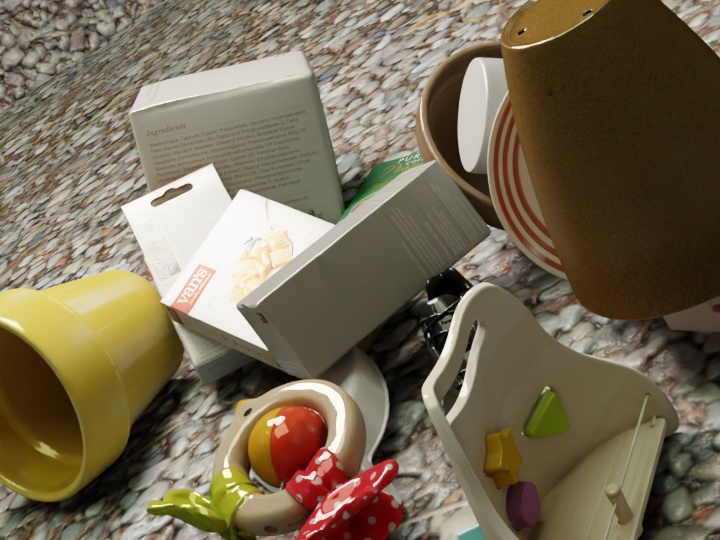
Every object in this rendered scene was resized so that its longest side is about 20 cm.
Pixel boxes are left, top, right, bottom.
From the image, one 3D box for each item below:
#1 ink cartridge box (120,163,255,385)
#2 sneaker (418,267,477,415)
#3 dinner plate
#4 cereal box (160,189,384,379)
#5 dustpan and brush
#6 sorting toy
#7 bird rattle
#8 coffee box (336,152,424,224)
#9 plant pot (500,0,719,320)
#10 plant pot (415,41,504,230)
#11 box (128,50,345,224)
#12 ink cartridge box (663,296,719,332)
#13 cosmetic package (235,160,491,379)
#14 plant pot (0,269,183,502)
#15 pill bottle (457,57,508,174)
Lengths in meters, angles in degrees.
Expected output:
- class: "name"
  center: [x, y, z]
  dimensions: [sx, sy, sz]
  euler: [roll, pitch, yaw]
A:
- class: "ink cartridge box"
  center: [-0.149, 0.001, 1.369]
  dimensions: [0.109, 0.050, 0.200]
  euler: [-26, 63, -8]
- class: "sneaker"
  center: [0.080, 0.068, 1.066]
  dimensions: [0.076, 0.091, 0.200]
  euler: [-29, 26, 6]
- class: "dinner plate"
  center: [0.193, -0.088, 1.087]
  dimensions: [0.200, 0.200, 0.024]
  euler: [-34, 14, -2]
- class: "cereal box"
  center: [-0.068, 0.016, 1.283]
  dimensions: [0.200, 0.040, 0.144]
  euler: [21, 65, 28]
- class: "dustpan and brush"
  center: [-0.016, 0.143, 1.107]
  dimensions: [0.140, 0.057, 0.200]
  euler: [-46, 19, -3]
- class: "sorting toy"
  center: [0.100, 0.109, 0.855]
  dimensions: [0.107, 0.180, 0.200]
  euler: [-15, 29, 34]
- class: "bird rattle"
  center: [-0.055, 0.148, 1.027]
  dimensions: [0.200, 0.113, 0.163]
  euler: [-21, 43, 35]
- class: "coffee box"
  center: [0.034, -0.048, 1.395]
  dimensions: [0.123, 0.044, 0.200]
  euler: [-14, 31, 36]
- class: "plant pot"
  center: [0.185, -0.102, 0.953]
  dimensions: [0.186, 0.200, 0.187]
  euler: [-27, 26, 15]
- class: "plant pot"
  center: [0.141, -0.103, 1.253]
  dimensions: [0.201, 0.201, 0.093]
  euler: [-51, -10, -34]
- class: "box"
  center: [-0.131, -0.127, 1.502]
  dimensions: [0.199, 0.172, 0.199]
  euler: [-12, 16, -1]
- class: "ink cartridge box"
  center: [0.282, -0.016, 0.997]
  dimensions: [0.200, 0.068, 0.115]
  euler: [2, 43, 51]
- class: "cosmetic package"
  center: [0.000, 0.000, 1.170]
  dimensions: [0.200, 0.090, 0.107]
  euler: [-41, 8, -10]
- class: "plant pot"
  center: [-0.280, 0.095, 1.364]
  dimensions: [0.200, 0.201, 0.189]
  euler: [-12, 16, 39]
- class: "pill bottle"
  center: [0.188, -0.124, 1.151]
  dimensions: [0.199, 0.116, 0.116]
  euler: [2, 23, -10]
